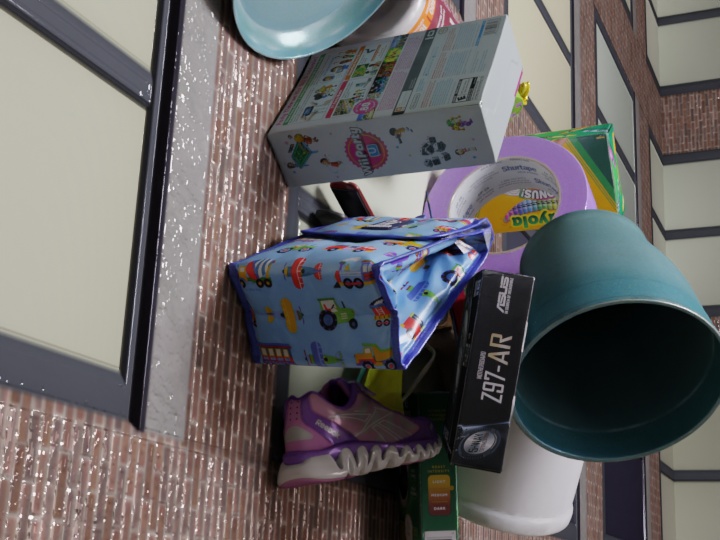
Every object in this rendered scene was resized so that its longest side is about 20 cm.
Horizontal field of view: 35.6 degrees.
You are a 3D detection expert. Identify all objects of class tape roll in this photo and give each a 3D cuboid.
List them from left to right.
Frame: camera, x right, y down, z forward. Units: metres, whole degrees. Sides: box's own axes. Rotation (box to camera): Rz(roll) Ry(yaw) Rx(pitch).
[{"bbox_3d":[0.177,-0.060,1.327,0.066,0.199,0.201,53,39,-50],"label":"tape roll"}]

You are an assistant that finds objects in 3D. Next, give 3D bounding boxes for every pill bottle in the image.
[{"bbox_3d":[0.048,-0.239,1.171,0.200,0.114,0.115,34,55,-60],"label":"pill bottle"}]

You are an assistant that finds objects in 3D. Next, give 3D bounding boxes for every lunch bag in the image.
[{"bbox_3d":[0.013,0.000,0.956,0.200,0.150,0.094,-37,120,-50],"label":"lunch bag"}]

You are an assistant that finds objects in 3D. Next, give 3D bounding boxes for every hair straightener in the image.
[{"bbox_3d":[0.000,0.000,1.128,0.077,0.041,0.200,-63,149,-27],"label":"hair straightener"}]

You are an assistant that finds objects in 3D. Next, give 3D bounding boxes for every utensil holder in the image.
[{"bbox_3d":[0.177,0.165,1.248,0.170,0.169,0.201,-18,124,-66],"label":"utensil holder"}]

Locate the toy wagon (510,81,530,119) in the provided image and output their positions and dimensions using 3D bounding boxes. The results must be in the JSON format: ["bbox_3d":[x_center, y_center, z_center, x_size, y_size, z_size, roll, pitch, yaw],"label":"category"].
[{"bbox_3d":[0.099,-0.167,1.172,0.199,0.155,0.040,-9,60,-27],"label":"toy wagon"}]

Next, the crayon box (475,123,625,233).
[{"bbox_3d":[0.240,-0.119,1.483,0.058,0.199,0.119,-46,127,-61],"label":"crayon box"}]

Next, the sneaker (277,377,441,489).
[{"bbox_3d":[0.000,0.139,1.011,0.200,0.080,0.089,1,73,-52],"label":"sneaker"}]

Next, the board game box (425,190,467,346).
[{"bbox_3d":[0.106,0.011,1.169,0.158,0.039,0.201,54,25,-82],"label":"board game box"}]

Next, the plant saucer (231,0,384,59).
[{"bbox_3d":[-0.033,-0.271,0.959,0.027,0.200,0.200,47,9,25],"label":"plant saucer"}]

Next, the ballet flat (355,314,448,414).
[{"bbox_3d":[0.049,0.057,1.119,0.067,0.067,0.201,93,17,-73],"label":"ballet flat"}]

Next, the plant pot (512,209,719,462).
[{"bbox_3d":[0.229,0.047,1.081,0.188,0.199,0.201,-93,164,-52],"label":"plant pot"}]

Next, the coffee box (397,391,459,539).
[{"bbox_3d":[0.069,0.224,1.152,0.123,0.044,0.201,133,-44,-78],"label":"coffee box"}]

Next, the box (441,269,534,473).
[{"bbox_3d":[0.109,0.084,0.986,0.200,0.043,0.161,44,55,-87],"label":"box"}]

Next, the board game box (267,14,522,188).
[{"bbox_3d":[0.034,-0.152,1.015,0.148,0.199,0.064,-68,145,-45],"label":"board game box"}]

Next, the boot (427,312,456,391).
[{"bbox_3d":[0.115,0.117,1.329,0.200,0.070,0.147,-17,113,-55],"label":"boot"}]
